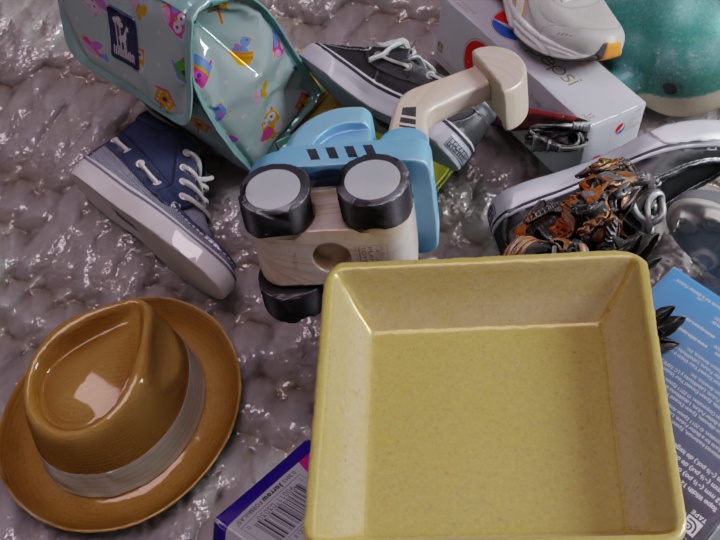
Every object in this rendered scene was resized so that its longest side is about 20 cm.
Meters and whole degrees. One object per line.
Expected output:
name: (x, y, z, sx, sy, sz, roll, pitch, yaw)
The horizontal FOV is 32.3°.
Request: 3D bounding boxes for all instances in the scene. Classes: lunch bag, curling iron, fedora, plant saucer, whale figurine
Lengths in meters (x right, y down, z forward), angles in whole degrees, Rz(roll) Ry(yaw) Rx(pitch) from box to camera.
lunch bag: (-0.148, -0.187, 1.023, 0.169, 0.200, 0.123, 33, 84, 28)
curling iron: (0.113, -0.124, 0.998, 0.049, 0.026, 0.199, -9, 21, -27)
fedora: (-0.184, 0.087, 0.910, 0.197, 0.082, 0.203, -5, 53, 6)
plant saucer: (0.073, 0.081, 0.711, 0.196, 0.049, 0.202, -3, 47, 7)
whale figurine: (0.237, -0.209, 1.037, 0.198, 0.104, 0.160, 20, 60, 29)

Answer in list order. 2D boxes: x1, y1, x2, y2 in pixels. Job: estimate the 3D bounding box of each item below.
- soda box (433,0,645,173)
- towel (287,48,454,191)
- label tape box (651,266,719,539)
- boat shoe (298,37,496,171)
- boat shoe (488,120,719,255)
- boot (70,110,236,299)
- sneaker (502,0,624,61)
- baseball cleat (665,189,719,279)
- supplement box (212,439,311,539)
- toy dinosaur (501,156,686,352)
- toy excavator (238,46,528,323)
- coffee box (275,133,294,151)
soda box: (0.144, -0.159, 1.033, 0.063, 0.069, 0.200, -22, 52, -25)
towel: (-0.002, -0.123, 1.074, 0.199, 0.018, 0.086, 31, 70, 27)
label tape box: (0.204, 0.113, 0.833, 0.200, 0.066, 0.143, -43, 57, -16)
boat shoe: (0.029, -0.152, 1.014, 0.068, 0.074, 0.199, -50, 46, -6)
boat shoe: (0.197, -0.050, 0.939, 0.196, 0.074, 0.069, -17, 60, 0)
boot: (-0.149, -0.061, 1.018, 0.199, 0.073, 0.090, 36, 73, 31)
sneaker: (0.149, -0.246, 1.004, 0.075, 0.093, 0.201, -11, 46, -28)
baseball cleat: (0.320, -0.022, 0.904, 0.198, 0.070, 0.107, 26, 53, 3)
supplement box: (0.015, 0.208, 0.757, 0.198, 0.105, 0.101, 24, 36, 27)
toy dinosaur: (0.141, 0.010, 0.845, 0.135, 0.102, 0.202, 27, 88, 44)
toy excavator: (0.020, -0.077, 0.843, 0.191, 0.101, 0.202, -4, 46, 8)
coffee box: (0.000, 0.000, 0.917, 0.043, 0.124, 0.201, -24, 55, -10)
